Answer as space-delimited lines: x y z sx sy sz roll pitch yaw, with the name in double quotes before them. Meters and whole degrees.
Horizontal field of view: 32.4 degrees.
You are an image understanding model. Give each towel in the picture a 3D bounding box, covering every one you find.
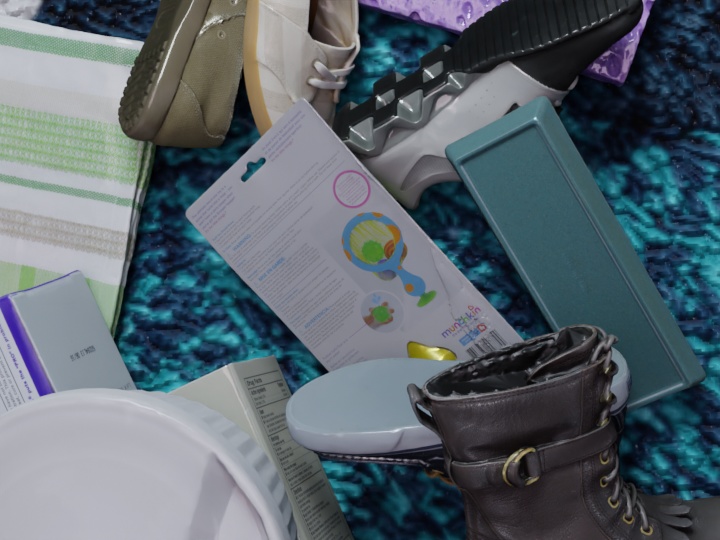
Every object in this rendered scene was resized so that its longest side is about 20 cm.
"towel" -0.211 -0.062 0.830 0.149 0.031 0.201 13 94 13

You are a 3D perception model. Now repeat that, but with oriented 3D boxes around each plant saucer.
"plant saucer" 0.126 0.000 0.726 0.070 0.019 0.200 -26 105 25

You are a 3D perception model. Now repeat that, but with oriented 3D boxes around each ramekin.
"ramekin" -0.123 0.156 0.663 0.201 0.094 0.203 1 95 10

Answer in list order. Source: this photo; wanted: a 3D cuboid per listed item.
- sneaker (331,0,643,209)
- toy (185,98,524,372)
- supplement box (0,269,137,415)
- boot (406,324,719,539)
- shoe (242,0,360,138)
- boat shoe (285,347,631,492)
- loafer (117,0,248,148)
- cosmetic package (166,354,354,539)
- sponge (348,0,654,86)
"sneaker" 0.088 -0.103 0.743 0.200 0.074 0.089 -26 121 26
"toy" 0.000 0.000 0.770 0.115 0.047 0.200 -40 91 27
"supplement box" -0.259 0.087 0.782 0.199 0.101 0.104 -24 93 14
"boot" 0.130 0.108 0.669 0.199 0.069 0.175 -12 118 -10
"shoe" -0.033 -0.157 0.752 0.053 0.070 0.201 8 110 30
"boat shoe" 0.059 0.103 0.724 0.199 0.071 0.091 -6 121 -1
"loafer" -0.089 -0.165 0.786 0.067 0.076 0.201 27 83 -32
"cosmetic package" -0.056 0.158 0.756 0.073 0.104 0.201 -26 84 10
"sponge" 0.088 -0.197 0.772 0.199 0.030 0.112 19 93 9
